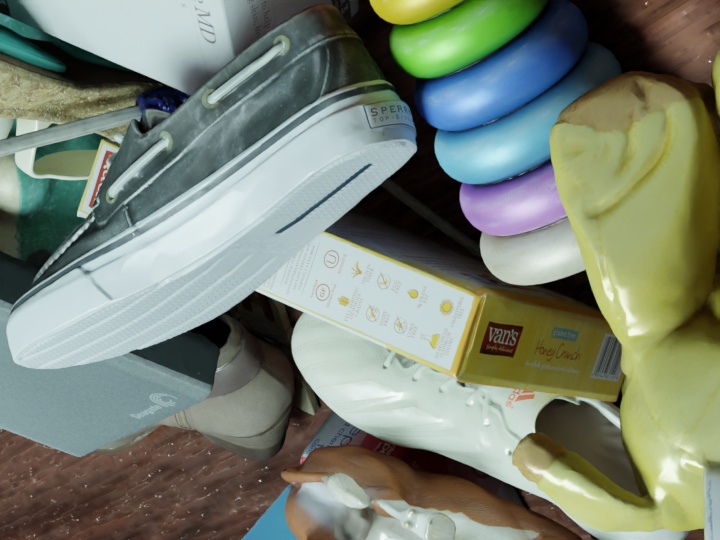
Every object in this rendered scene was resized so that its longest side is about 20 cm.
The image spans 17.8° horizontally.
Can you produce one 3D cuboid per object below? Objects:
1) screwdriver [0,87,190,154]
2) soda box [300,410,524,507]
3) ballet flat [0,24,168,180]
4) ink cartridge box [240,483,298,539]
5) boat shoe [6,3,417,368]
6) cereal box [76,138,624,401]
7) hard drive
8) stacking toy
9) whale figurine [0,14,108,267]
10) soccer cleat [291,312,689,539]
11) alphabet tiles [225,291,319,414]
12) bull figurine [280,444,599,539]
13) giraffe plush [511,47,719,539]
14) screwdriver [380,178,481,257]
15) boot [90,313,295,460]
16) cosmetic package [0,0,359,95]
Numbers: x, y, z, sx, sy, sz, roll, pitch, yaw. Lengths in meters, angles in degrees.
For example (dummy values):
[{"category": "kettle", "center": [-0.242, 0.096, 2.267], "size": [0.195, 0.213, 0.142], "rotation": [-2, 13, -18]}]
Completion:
[{"category": "screwdriver", "center": [-0.101, -0.058, 0.915], "size": [0.029, 0.199, 0.028], "rotation": [17, 119, 53]}, {"category": "soda box", "center": [0.050, 0.147, 1.158], "size": [0.070, 0.063, 0.200], "rotation": [8, 138, 47]}, {"category": "ballet flat", "center": [-0.141, -0.072, 0.973], "size": [0.200, 0.066, 0.070], "rotation": [10, -162, -47]}, {"category": "ink cartridge box", "center": [-0.004, 0.241, 1.133], "size": [0.200, 0.146, 0.147], "rotation": [35, 153, 16]}, {"category": "boat shoe", "center": [-0.063, -0.030, 0.873], "size": [0.200, 0.072, 0.071], "rotation": [-32, 69, 28]}, {"category": "cereal box", "center": [0.000, 0.000, 0.958], "size": [0.199, 0.040, 0.144], "rotation": [22, -174, 33]}, {"category": "hard drive", "center": [-0.183, 0.027, 1.067], "size": [0.199, 0.033, 0.139], "rotation": [24, 152, -27]}, {"category": "stacking toy", "center": [0.039, -0.098, 0.825], "size": [0.085, 0.085, 0.200], "rotation": [-6, 120, 55]}, {"category": "whale figurine", "center": [-0.158, -0.081, 1.083], "size": [0.159, 0.103, 0.201], "rotation": [-120, 28, -54]}, {"category": "soccer cleat", "center": [0.059, 0.059, 1.011], "size": [0.199, 0.069, 0.078], "rotation": [27, 168, 12]}, {"category": "alphabet tiles", "center": [-0.110, 0.009, 1.228], "size": [0.199, 0.008, 0.168], "rotation": [23, 147, 33]}, {"category": "bull figurine", "center": [0.058, 0.132, 1.034], "size": [0.199, 0.065, 0.121], "rotation": [16, -174, -9]}, {"category": "giraffe plush", "center": [0.151, 0.027, 0.788], "size": [0.172, 0.201, 0.162], "rotation": [14, 178, 19]}, {"category": "screwdriver", "center": [-0.027, -0.066, 0.994], "size": [0.200, 0.028, 0.029], "rotation": [37, -179, 9]}, {"category": "boot", "center": [-0.123, 0.042, 1.188], "size": [0.199, 0.071, 0.146], "rotation": [10, 156, 18]}, {"category": "cosmetic package", "center": [-0.104, -0.152, 0.912], "size": [0.199, 0.081, 0.113], "rotation": [25, 146, 31]}]
